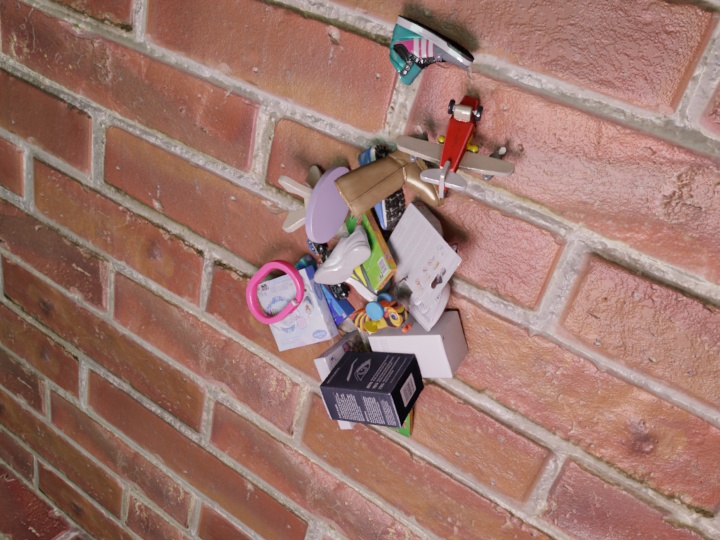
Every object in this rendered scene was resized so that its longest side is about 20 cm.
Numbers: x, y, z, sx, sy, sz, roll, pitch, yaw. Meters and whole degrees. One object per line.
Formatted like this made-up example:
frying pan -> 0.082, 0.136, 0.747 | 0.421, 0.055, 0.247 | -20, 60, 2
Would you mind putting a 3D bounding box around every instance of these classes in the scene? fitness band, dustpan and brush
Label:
fitness band -> -0.232, 0.059, 1.692 | 0.200, 0.037, 0.144 | -41, 81, 34
dustpan and brush -> 0.180, 0.030, 1.501 | 0.057, 0.140, 0.200 | 36, 95, -25

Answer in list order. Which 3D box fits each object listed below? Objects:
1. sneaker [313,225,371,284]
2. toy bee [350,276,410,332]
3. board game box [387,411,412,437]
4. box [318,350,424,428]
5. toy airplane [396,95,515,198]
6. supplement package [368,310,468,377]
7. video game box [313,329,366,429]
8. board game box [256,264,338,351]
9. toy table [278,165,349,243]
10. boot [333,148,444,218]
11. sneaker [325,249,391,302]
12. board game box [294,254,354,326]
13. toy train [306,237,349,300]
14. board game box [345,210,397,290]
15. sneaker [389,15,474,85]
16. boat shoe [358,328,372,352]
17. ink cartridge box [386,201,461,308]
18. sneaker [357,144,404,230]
sneaker -> -0.045, -0.037, 1.558 | 0.200, 0.075, 0.089 | -37, 49, 39
toy bee -> 0.063, 0.111, 1.513 | 0.109, 0.131, 0.200 | 56, 154, 3
board game box -> 0.093, 0.366, 1.689 | 0.095, 0.030, 0.201 | 20, 134, 25
box -> 0.027, 0.278, 1.504 | 0.199, 0.148, 0.105 | -1, 120, 33
toy airplane -> 0.201, -0.246, 1.346 | 0.198, 0.141, 0.201 | -29, 77, 5
supplement package -> 0.143, 0.182, 1.553 | 0.199, 0.121, 0.121 | -6, 112, 34
video game box -> -0.024, 0.283, 1.665 | 0.047, 0.182, 0.201 | -14, 100, 38
board game box -> -0.177, 0.106, 1.721 | 0.199, 0.043, 0.200 | -17, 96, 36
toy table -> -0.112, -0.170, 1.558 | 0.116, 0.201, 0.184 | 12, 149, 36
boot -> 0.066, -0.177, 1.434 | 0.199, 0.066, 0.176 | -31, 86, -5
sneaker -> 0.000, 0.000, 1.620 | 0.200, 0.074, 0.085 | 38, 107, 12
board game box -> -0.129, 0.080, 1.736 | 0.200, 0.045, 0.152 | 51, 126, 7
toy train -> -0.090, -0.011, 1.674 | 0.046, 0.034, 0.201 | -28, 86, 32
board game box -> 0.023, -0.062, 1.541 | 0.201, 0.030, 0.096 | 64, 145, 21
sneaker -> 0.136, -0.444, 1.342 | 0.200, 0.083, 0.121 | 38, 119, 24
boat shoe -> 0.045, 0.191, 1.658 | 0.060, 0.072, 0.203 | 5, 120, 53
ink cartridge box -> 0.150, -0.038, 1.478 | 0.200, 0.050, 0.163 | 50, 128, 28
sneaker -> 0.043, -0.195, 1.515 | 0.089, 0.078, 0.202 | -7, 99, 45
